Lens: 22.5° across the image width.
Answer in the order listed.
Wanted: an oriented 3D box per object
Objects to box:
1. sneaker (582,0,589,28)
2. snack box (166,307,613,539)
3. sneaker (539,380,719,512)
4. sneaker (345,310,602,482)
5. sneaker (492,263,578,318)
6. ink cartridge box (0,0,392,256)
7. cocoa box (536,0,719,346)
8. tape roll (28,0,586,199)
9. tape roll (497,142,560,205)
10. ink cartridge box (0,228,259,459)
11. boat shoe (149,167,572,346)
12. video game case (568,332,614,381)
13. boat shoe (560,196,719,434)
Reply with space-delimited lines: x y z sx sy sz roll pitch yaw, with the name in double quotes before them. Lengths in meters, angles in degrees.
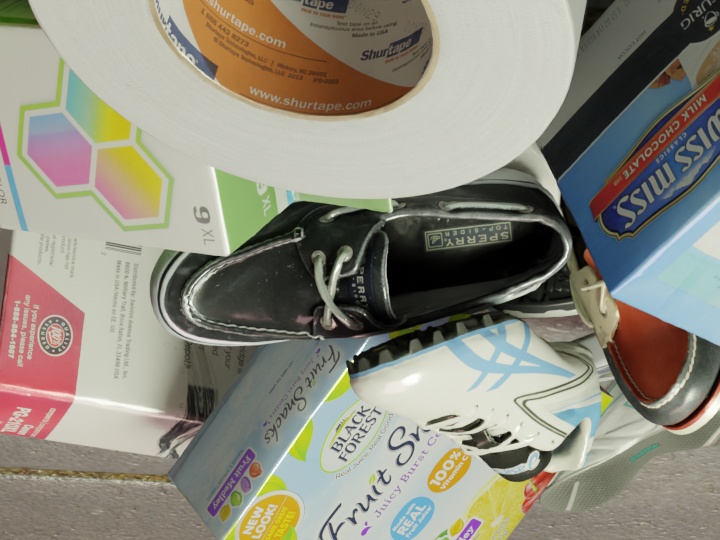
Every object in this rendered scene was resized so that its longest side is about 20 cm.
"sneaker" 0.082 -0.146 0.754 0.200 0.073 0.112 -47 170 28
"snack box" 0.021 0.089 0.977 0.200 0.068 0.169 29 99 -45
"sneaker" 0.203 0.091 1.254 0.199 0.081 0.070 -26 141 12
"sneaker" 0.063 0.063 0.865 0.072 0.073 0.200 -17 164 29
"sneaker" 0.145 0.004 1.055 0.198 0.072 0.083 -2 156 7
"ink cartridge box" -0.091 -0.068 0.811 0.199 0.059 0.104 8 121 29
"cocoa box" 0.200 -0.044 0.832 0.199 0.132 0.133 22 125 -37
"tape roll" -0.017 -0.112 0.647 0.199 0.066 0.201 11 146 7
"tape roll" 0.002 -0.067 0.915 0.201 0.071 0.203 2 155 1
"ink cartridge box" -0.112 0.027 1.034 0.199 0.146 0.084 11 156 -19
"boat shoe" 0.000 0.000 0.838 0.198 0.072 0.068 -8 -162 -3
"video game case" 0.208 0.038 1.090 0.181 0.024 0.200 -8 169 -30
"boat shoe" 0.134 -0.003 0.904 0.062 0.201 0.071 30 122 -30
